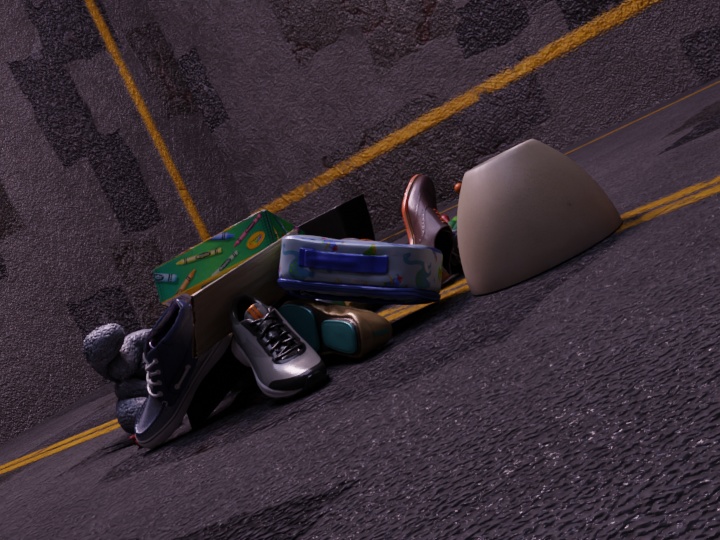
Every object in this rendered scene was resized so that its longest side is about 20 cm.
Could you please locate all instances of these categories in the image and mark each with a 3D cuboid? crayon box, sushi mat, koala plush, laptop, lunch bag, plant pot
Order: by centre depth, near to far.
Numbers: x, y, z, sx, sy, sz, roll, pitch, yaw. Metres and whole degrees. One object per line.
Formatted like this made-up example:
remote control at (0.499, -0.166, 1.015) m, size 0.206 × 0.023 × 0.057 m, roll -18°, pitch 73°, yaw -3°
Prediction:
plant pot at (0.193, -0.076, 1.142) m, size 0.198 × 0.136 × 0.200 m, roll -27°, pitch 4°, yaw 2°
sushi mat at (-0.144, 0.027, 1.218) m, size 0.012 × 0.097 × 0.199 m, roll 23°, pitch 39°, yaw 28°
lunch bag at (0.000, 0.000, 1.218) m, size 0.197 × 0.084 × 0.161 m, roll 4°, pitch -3°, yaw 16°
laptop at (-0.150, 0.101, 1.288) m, size 0.197 × 0.104 × 0.178 m, roll -8°, pitch 40°, yaw -22°
crayon box at (-0.181, -0.005, 1.364) m, size 0.198 × 0.059 × 0.119 m, roll -26°, pitch -23°, yaw 17°
koala plush at (-0.308, 0.139, 1.534) m, size 0.198 × 0.179 × 0.184 m, roll -31°, pitch -6°, yaw 0°
plant pot at (-0.066, -0.050, 2.295) m, size 0.198 × 0.179 × 0.199 m, roll -24°, pitch 4°, yaw 21°

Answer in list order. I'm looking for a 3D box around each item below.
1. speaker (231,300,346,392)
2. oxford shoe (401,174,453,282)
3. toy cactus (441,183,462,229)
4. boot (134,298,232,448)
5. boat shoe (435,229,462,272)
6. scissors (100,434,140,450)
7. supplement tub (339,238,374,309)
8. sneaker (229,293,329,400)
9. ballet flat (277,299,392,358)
speaker at (-0.110, 0.094, 1.347) m, size 0.198 × 0.089 × 0.088 m, roll -27°, pitch 4°, yaw -4°
oxford shoe at (0.108, -0.061, 1.408) m, size 0.072 × 0.203 × 0.071 m, roll -22°, pitch -36°, yaw 34°
toy cactus at (0.188, -0.091, 1.842) m, size 0.164 × 0.103 × 0.200 m, roll -38°, pitch 14°, yaw -11°
boot at (-0.254, 0.131, 1.226) m, size 0.073 × 0.090 × 0.202 m, roll 35°, pitch 94°, yaw 48°
boat shoe at (0.150, -0.032, 1.424) m, size 0.199 × 0.070 × 0.066 m, roll -16°, pitch 31°, yaw 55°
scissors at (-0.323, 0.243, 1.403) m, size 0.073 × 0.014 × 0.199 m, roll -33°, pitch 5°, yaw -35°
supplement tub at (-0.040, 0.019, 1.575) m, size 0.122 × 0.124 × 0.199 m, roll -29°, pitch 5°, yaw -36°
sneaker at (-0.106, 0.088, 1.126) m, size 0.073 × 0.080 × 0.199 m, roll -26°, pitch 31°, yaw -24°
ballet flat at (-0.032, 0.071, 1.170) m, size 0.062 × 0.070 × 0.199 m, roll -14°, pitch 14°, yaw -32°
